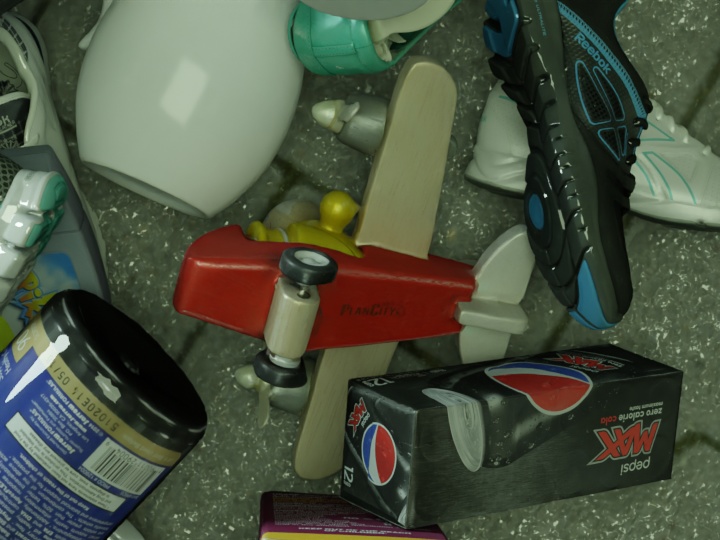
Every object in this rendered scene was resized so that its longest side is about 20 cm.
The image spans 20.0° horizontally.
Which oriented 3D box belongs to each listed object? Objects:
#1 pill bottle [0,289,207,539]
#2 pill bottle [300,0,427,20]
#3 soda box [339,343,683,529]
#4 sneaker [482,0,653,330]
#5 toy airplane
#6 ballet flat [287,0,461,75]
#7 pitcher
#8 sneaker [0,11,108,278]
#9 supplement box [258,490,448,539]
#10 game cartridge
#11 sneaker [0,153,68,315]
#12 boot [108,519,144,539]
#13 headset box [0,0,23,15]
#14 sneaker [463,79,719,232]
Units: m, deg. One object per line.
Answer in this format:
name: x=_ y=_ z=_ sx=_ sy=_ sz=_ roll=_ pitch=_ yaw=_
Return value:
pill bottle: x=-0.185 y=0.117 z=1.099 sx=0.112 sy=0.112 sz=0.200 roll=44 pitch=99 yaw=-2
pill bottle: x=0.006 y=-0.238 z=1.065 sx=0.110 sy=0.111 sz=0.202 roll=6 pitch=65 yaw=-3
soda box: x=0.086 y=0.089 z=1.132 sx=0.199 sy=0.063 sz=0.072 roll=-6 pitch=107 yaw=-37
sneaker: x=0.129 y=-0.069 z=1.119 sx=0.081 sy=0.073 sz=0.202 roll=-8 pitch=84 yaw=-20
toy airplane: x=0.000 y=0.000 z=1.156 sx=0.200 sy=0.141 sz=0.200 roll=-41 pitch=133 yaw=-9
ballet flat: x=0.044 y=-0.168 z=1.136 sx=0.200 sy=0.070 sz=0.068 roll=-43 pitch=130 yaw=-33
pitcher: x=-0.104 y=-0.145 z=1.157 sx=0.170 sy=0.121 sz=0.202 roll=20 pitch=83 yaw=22
sneaker: x=-0.196 y=-0.050 z=1.163 sx=0.076 sy=0.080 sz=0.202 roll=-18 pitch=96 yaw=-5
supplement box: x=-0.009 y=0.199 z=1.115 sx=0.102 sy=0.200 sz=0.132 roll=3 pitch=91 yaw=-3
game cartridge: x=-0.206 y=0.031 z=1.147 sx=0.132 sy=0.041 sz=0.202 roll=-9 pitch=117 yaw=-4
sneaker: x=-0.237 y=0.010 z=1.087 sx=0.091 sy=0.078 sz=0.201 roll=34 pitch=106 yaw=-2
boot: x=-0.145 y=0.218 z=1.154 sx=0.073 sy=0.096 sz=0.201 roll=-36 pitch=93 yaw=32
headset box: x=-0.240 y=-0.178 z=1.105 sx=0.173 sy=0.200 sz=0.093 roll=-32 pitch=109 yaw=0
sneaker: x=0.164 y=-0.068 z=1.184 sx=0.198 sy=0.070 sz=0.081 roll=12 pitch=88 yaw=-2
